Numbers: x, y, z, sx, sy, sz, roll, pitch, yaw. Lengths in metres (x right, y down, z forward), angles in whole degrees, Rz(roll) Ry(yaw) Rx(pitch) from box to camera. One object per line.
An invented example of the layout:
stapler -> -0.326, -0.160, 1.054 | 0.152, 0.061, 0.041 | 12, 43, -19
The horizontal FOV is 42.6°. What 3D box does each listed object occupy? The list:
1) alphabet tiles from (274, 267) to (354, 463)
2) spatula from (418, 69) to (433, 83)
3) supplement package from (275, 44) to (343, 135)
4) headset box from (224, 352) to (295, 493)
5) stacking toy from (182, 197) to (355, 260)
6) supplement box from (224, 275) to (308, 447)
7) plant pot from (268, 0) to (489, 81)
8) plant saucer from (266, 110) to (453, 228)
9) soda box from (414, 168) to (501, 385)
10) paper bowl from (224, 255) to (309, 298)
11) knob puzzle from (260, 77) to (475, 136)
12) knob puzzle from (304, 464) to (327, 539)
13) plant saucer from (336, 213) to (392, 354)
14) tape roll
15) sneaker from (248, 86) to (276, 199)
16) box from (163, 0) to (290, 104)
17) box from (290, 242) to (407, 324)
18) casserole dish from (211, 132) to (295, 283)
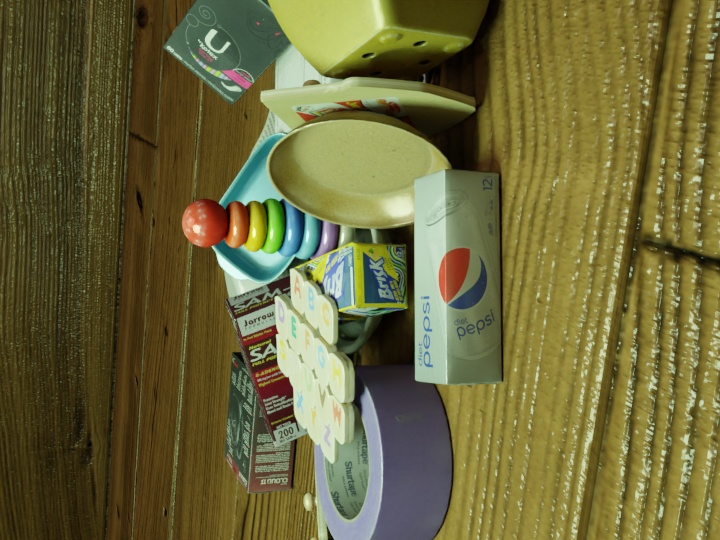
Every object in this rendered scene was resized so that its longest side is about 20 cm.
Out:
alphabet tiles -> -0.055, 0.107, 1.043 | 0.200, 0.014, 0.199 | -141, 47, -56
spatula -> 0.077, -0.297, 1.000 | 0.056, 0.020, 0.204 | 12, 101, 59
supplement package -> -0.024, -0.228, 1.124 | 0.199, 0.108, 0.116 | 171, 100, -67
headset box -> -0.158, 0.245, 1.458 | 0.149, 0.076, 0.204 | -156, 68, -66
stacking toy -> -0.109, -0.051, 1.076 | 0.085, 0.197, 0.087 | -179, 90, -66
supplement box -> -0.092, 0.115, 1.184 | 0.061, 0.107, 0.203 | -131, 23, -60
plant pot -> 0.018, -0.298, 0.907 | 0.194, 0.192, 0.204 | -20, 76, 52
plant saucer -> 0.002, -0.109, 0.961 | 0.200, 0.197, 0.036 | 134, 148, -57
soda box -> 0.093, 0.007, 0.894 | 0.068, 0.062, 0.204 | 175, 96, -66
paper bowl -> -0.126, 0.036, 1.297 | 0.200, 0.103, 0.204 | 164, 90, -75
knob puzzle -> 0.019, -0.169, 0.940 | 0.219, 0.216, 0.031 | 161, 110, -65
knob puzzle -> -0.054, 0.317, 1.168 | 0.220, 0.030, 0.224 | 175, 90, -89
plant saucer -> 0.000, 0.000, 1.131 | 0.199, 0.049, 0.204 | -179, 90, -66
tape roll -> 0.020, 0.207, 1.032 | 0.199, 0.084, 0.204 | -179, 90, -67
sneaker -> -0.083, -0.168, 1.253 | 0.075, 0.104, 0.203 | 14, 84, 52
box -> -0.147, -0.324, 1.175 | 0.199, 0.122, 0.107 | -29, 29, 54
box -> -0.018, 0.019, 1.031 | 0.199, 0.063, 0.071 | 161, 109, -65
casserole dish -> -0.109, -0.079, 1.176 | 0.201, 0.121, 0.039 | -54, -7, 10
